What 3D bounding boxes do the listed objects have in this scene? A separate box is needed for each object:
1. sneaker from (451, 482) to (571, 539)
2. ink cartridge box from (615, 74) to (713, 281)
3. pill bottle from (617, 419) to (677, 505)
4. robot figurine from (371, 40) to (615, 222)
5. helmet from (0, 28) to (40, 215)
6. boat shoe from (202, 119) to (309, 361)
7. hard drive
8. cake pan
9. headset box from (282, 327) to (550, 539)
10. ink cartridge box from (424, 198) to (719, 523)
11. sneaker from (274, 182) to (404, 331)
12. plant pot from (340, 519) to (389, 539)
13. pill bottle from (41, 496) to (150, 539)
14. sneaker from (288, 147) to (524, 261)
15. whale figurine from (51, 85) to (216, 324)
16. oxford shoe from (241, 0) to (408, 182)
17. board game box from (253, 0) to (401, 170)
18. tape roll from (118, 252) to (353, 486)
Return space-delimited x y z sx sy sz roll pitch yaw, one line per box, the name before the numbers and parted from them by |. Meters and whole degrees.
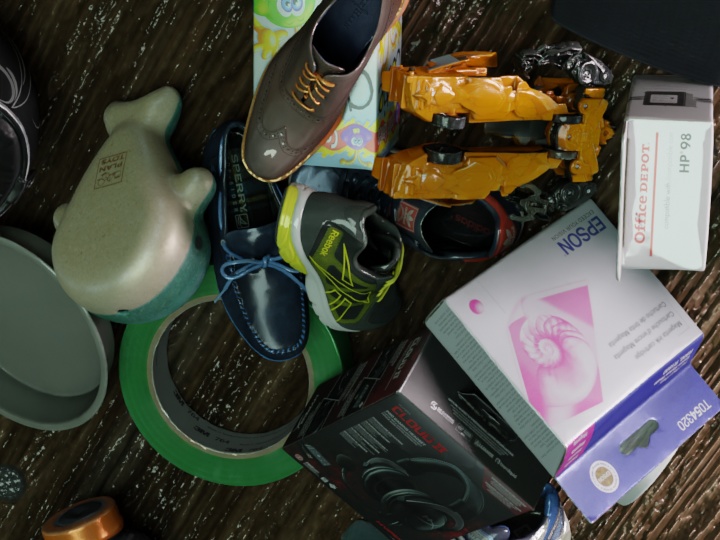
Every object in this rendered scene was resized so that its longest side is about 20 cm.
sneaker | 0.091 0.237 1.573 0.077 0.199 0.086 39 151 31
ink cartridge box | 0.232 -0.071 1.433 0.066 0.200 0.117 3 108 10
pill bottle | 0.162 0.095 1.547 0.199 0.114 0.114 36 111 -2
robot figurine | 0.110 -0.111 1.482 0.198 0.058 0.146 -3 110 -28
helmet | -0.361 -0.135 1.540 0.198 0.191 0.201 -12 128 -16
boat shoe | -0.092 -0.024 1.544 0.083 0.069 0.202 -20 82 -15
hard drive | 0.243 -0.204 1.437 0.198 0.043 0.135 20 147 8
cake pan | -0.291 0.045 1.629 0.199 0.037 0.202 17 129 23
headset box | 0.054 0.136 1.513 0.149 0.078 0.200 41 145 -14
ink cartridge box | 0.178 0.064 1.473 0.200 0.196 0.043 49 139 9
sneaker | 0.000 0.000 1.516 0.084 0.200 0.075 8 70 26
plant pot | 0.017 0.375 1.619 0.195 0.200 0.197 30 110 0
pill bottle | -0.218 0.306 1.695 0.105 0.106 0.202 -16 103 16
sneaker | 0.033 -0.053 1.541 0.198 0.085 0.076 10 109 8
whale figurine | -0.177 -0.049 1.558 0.158 0.202 0.104 -15 147 27
oxford shoe | -0.036 -0.148 1.420 0.071 0.073 0.201 31 110 0
board game box | -0.025 -0.191 1.499 0.104 0.103 0.202 4 108 10
tape roll | -0.107 0.084 1.633 0.198 0.048 0.202 3 108 11
